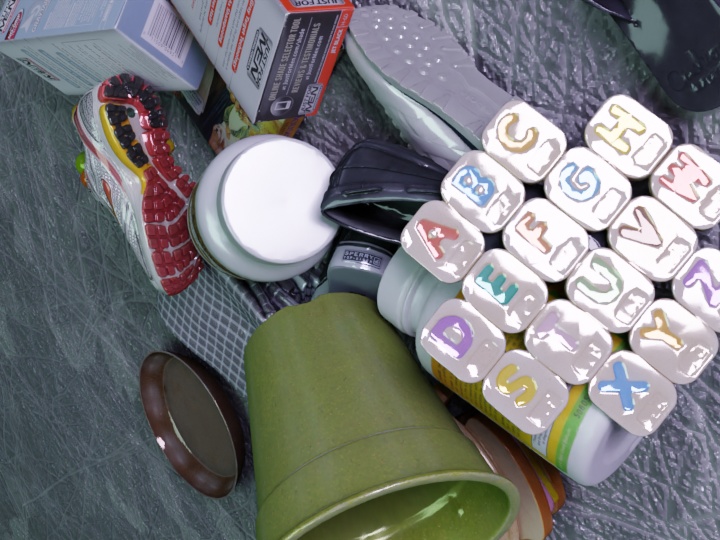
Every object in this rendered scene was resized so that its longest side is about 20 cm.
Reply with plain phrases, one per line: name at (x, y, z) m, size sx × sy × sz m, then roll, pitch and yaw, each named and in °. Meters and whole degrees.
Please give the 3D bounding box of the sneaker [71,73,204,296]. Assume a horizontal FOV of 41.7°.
sneaker at (-0.199, -0.073, 0.859) m, size 0.082 × 0.078 × 0.201 m, roll -8°, pitch 104°, yaw 41°

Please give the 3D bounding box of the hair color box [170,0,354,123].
hair color box at (-0.090, -0.217, 0.720) m, size 0.201 × 0.061 × 0.102 m, roll 57°, pitch 142°, yaw 27°

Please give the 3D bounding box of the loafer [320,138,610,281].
loafer at (0.068, -0.028, 0.626) m, size 0.199 × 0.071 × 0.068 m, roll 20°, pitch 145°, yaw 18°

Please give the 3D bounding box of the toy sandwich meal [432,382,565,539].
toy sandwich meal at (0.080, 0.181, 0.819) m, size 0.205 × 0.070 × 0.206 m, roll 30°, pitch 132°, yaw 39°

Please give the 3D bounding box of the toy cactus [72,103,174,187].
toy cactus at (-0.233, -0.160, 0.959) m, size 0.166 × 0.102 × 0.200 m, roll -69°, pitch 25°, yaw 18°

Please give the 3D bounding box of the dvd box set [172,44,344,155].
dvd box set at (-0.102, -0.183, 0.846) m, size 0.147 × 0.029 × 0.200 m, roll 55°, pitch 141°, yaw 11°

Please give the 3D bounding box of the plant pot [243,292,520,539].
plant pot at (-0.009, 0.125, 0.712) m, size 0.201 × 0.199 × 0.191 m, roll 114°, pitch 144°, yaw -44°

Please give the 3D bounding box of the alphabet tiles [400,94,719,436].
alphabet tiles at (0.132, -0.003, 0.575) m, size 0.195 × 0.015 × 0.200 m, roll 40°, pitch 93°, yaw 8°

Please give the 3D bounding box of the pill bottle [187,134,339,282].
pill bottle at (-0.077, -0.048, 0.758) m, size 0.115 × 0.114 × 0.200 m, roll 68°, pitch 167°, yaw -5°

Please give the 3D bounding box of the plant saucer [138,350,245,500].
plant saucer at (-0.204, 0.185, 1.166) m, size 0.200 × 0.034 × 0.202 m, roll 26°, pitch 128°, yaw 37°

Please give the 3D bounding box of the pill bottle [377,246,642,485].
pill bottle at (0.110, 0.050, 0.671) m, size 0.200 × 0.111 × 0.112 m, roll 34°, pitch 133°, yaw 31°

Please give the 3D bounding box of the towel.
towel at (-0.127, 0.028, 0.949) m, size 0.200 × 0.085 × 0.166 m, roll 41°, pitch 137°, yaw 25°

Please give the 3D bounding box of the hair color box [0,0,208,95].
hair color box at (-0.235, -0.209, 0.852) m, size 0.199 × 0.099 × 0.061 m, roll 6°, pitch 72°, yaw 39°

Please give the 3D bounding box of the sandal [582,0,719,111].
sandal at (0.152, -0.179, 0.550) m, size 0.200 × 0.043 × 0.076 m, roll 52°, pitch 140°, yaw 14°

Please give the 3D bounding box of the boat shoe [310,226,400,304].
boat shoe at (-0.003, -0.001, 0.796) m, size 0.073 × 0.069 × 0.200 m, roll 13°, pitch 160°, yaw 3°

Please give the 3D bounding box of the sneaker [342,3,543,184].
sneaker at (0.051, -0.114, 0.684) m, size 0.200 × 0.076 × 0.081 m, roll 49°, pitch 149°, yaw 20°
